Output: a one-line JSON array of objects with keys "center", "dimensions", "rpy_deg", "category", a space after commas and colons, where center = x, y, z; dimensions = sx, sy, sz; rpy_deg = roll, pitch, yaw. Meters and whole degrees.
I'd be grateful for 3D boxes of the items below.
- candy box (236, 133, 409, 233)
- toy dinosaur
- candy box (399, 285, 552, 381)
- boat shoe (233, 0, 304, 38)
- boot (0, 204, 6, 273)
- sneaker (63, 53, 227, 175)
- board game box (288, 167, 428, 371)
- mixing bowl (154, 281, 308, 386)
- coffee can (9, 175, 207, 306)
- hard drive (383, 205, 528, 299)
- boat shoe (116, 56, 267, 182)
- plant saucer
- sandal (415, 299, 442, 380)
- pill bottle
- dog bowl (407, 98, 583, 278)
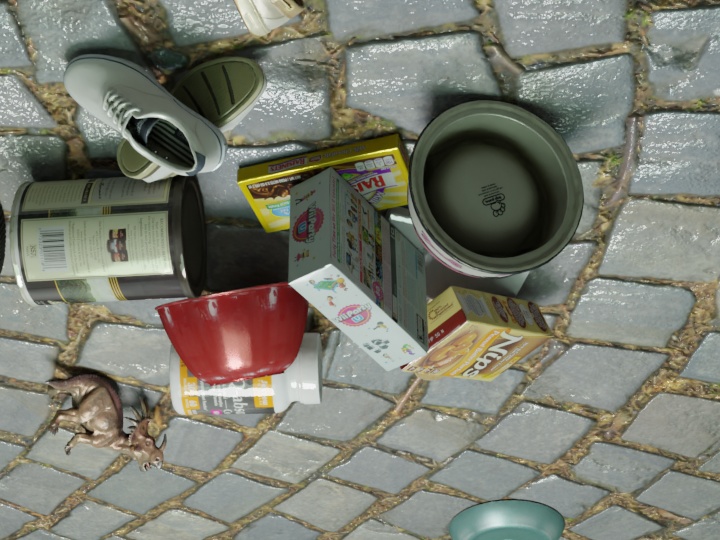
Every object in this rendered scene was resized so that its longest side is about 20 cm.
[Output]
[{"center": [-0.036, -0.100, 1.600], "dimensions": [0.197, 0.027, 0.103], "rpy_deg": [-11, 143, 14], "category": "candy box"}, {"center": [-0.368, 0.201, 1.952], "dimensions": [0.134, 0.086, 0.201], "rpy_deg": [-21, 122, 10], "category": "toy dinosaur"}, {"center": [0.139, 0.082, 1.705], "dimensions": [0.115, 0.056, 0.199], "rpy_deg": [-38, 150, 28], "category": "candy box"}, {"center": [-0.108, -0.314, 1.296], "dimensions": [0.068, 0.074, 0.201], "rpy_deg": [-20, 141, 6], "category": "boat shoe"}, {"center": [-0.503, -0.066, 1.617], "dimensions": [0.136, 0.078, 0.202], "rpy_deg": [3, 129, 3], "category": "boot"}, {"center": [-0.231, -0.166, 1.422], "dimensions": [0.198, 0.071, 0.074], "rpy_deg": [29, 109, 9], "category": "sneaker"}, {"center": [0.000, 0.000, 1.582], "dimensions": [0.064, 0.149, 0.200], "rpy_deg": [-24, 134, 25], "category": "board game box"}, {"center": [-0.149, 0.082, 1.690], "dimensions": [0.197, 0.110, 0.200], "rpy_deg": [-10, 176, -1], "category": "mixing bowl"}, {"center": [-0.289, -0.037, 1.584], "dimensions": [0.197, 0.148, 0.147], "rpy_deg": [-3, 143, 5], "category": "coffee can"}, {"center": [0.112, -0.013, 1.702], "dimensions": [0.197, 0.026, 0.133], "rpy_deg": [11, 135, -13], "category": "hard drive"}, {"center": [-0.175, -0.165, 1.488], "dimensions": [0.199, 0.075, 0.068], "rpy_deg": [-30, 161, 23], "category": "boat shoe"}, {"center": [0.248, 0.451, 2.303], "dimensions": [0.197, 0.036, 0.201], "rpy_deg": [0, 142, 0], "category": "plant saucer"}, {"center": [0.116, 0.102, 1.824], "dimensions": [0.077, 0.070, 0.213], "rpy_deg": [7, 142, -8], "category": "sandal"}, {"center": [-0.152, 0.134, 1.828], "dimensions": [0.197, 0.118, 0.117], "rpy_deg": [-1, 143, 2], "category": "pill bottle"}, {"center": [0.140, -0.082, 1.497], "dimensions": [0.197, 0.203, 0.074], "rpy_deg": [8, 160, -10], "category": "dog bowl"}]
